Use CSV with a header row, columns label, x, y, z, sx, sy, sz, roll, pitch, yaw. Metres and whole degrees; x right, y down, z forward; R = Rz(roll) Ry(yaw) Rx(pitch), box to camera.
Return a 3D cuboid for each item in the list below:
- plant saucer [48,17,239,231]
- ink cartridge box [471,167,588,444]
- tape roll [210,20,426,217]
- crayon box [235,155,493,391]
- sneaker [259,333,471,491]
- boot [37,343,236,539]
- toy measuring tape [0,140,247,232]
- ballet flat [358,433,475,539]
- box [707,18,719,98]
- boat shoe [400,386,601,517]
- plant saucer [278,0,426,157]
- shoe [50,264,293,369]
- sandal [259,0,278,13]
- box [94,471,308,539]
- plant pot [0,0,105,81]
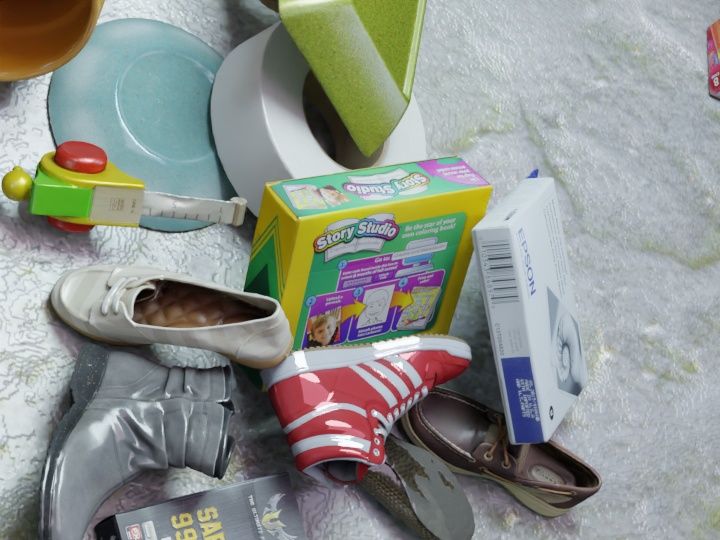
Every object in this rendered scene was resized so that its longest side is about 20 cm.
label,x,y,z,sx,sy,sz,roll,pitch,yaw
plant saucer,-0.167,-0.134,1.296,0.200,0.039,0.202,12,66,-28
ink cartridge box,0.162,0.025,1.342,0.200,0.040,0.201,-43,125,-61
tape roll,-0.034,-0.124,1.330,0.202,0.071,0.204,20,61,-40
crayon box,0.000,0.000,1.267,0.199,0.173,0.058,-11,39,-35
sneaker,0.018,0.117,1.235,0.199,0.071,0.113,-5,67,-33
boot,-0.163,0.140,1.125,0.131,0.070,0.201,10,53,-2
toy measuring tape,-0.195,-0.066,1.228,0.199,0.074,0.074,3,69,-25
ballet flat,0.020,0.172,1.293,0.200,0.046,0.068,41,47,-19
box,0.502,-0.229,1.714,0.199,0.100,0.096,17,63,-26
boat shoe,0.129,0.155,1.345,0.200,0.072,0.072,33,57,-17
plant saucer,0.006,-0.232,1.271,0.200,0.048,0.201,55,38,-50
shoe,-0.149,0.026,1.181,0.199,0.053,0.070,11,61,8
sandal,-0.068,-0.278,1.343,0.069,0.078,0.212,15,19,-44
box,-0.104,0.272,1.167,0.158,0.048,0.201,-8,76,-34
plant pot,-0.285,-0.286,1.203,0.200,0.200,0.184,29,42,-19
